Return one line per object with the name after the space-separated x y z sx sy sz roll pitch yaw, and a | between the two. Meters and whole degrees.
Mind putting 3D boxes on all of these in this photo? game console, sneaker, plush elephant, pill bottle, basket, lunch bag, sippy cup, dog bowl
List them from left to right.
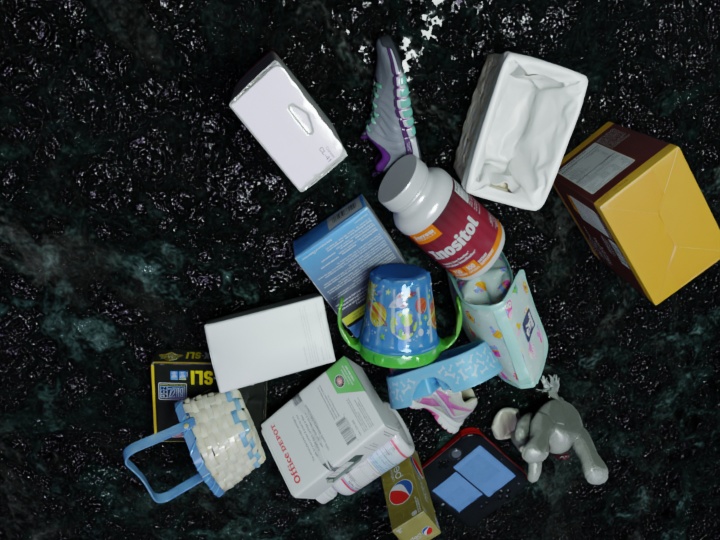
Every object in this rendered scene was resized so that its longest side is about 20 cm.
-0.264 0.294 1.013 0.197 0.140 0.179 -26 143 -18 | basket
-0.006 0.339 1.148 0.198 0.109 0.110 -34 113 8 | pill bottle
0.033 -0.239 0.933 0.085 0.075 0.204 -13 115 4 | sneaker
0.061 0.064 0.973 0.174 0.139 0.134 -12 109 -31 | sippy cup
0.132 0.204 1.112 0.198 0.082 0.088 36 109 -28 | sneaker
0.124 0.162 0.982 0.197 0.111 0.051 -25 87 30 | dog bowl
0.123 -0.082 0.960 0.198 0.114 0.113 36 104 -28 | pill bottle
0.222 0.420 1.257 0.177 0.031 0.199 -44 111 11 | game console
0.227 0.076 1.021 0.119 0.201 0.173 -24 113 3 | lunch bag
0.229 -0.214 0.941 0.132 0.124 0.205 11 110 -12 | basket
0.338 0.318 1.171 0.160 0.203 0.157 14 134 -12 | plush elephant

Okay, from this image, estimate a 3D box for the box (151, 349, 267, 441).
-0.262 0.222 1.098 0.194 0.050 0.164 2 111 -9 | box

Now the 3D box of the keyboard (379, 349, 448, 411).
0.112 0.167 1.142 0.126 0.021 0.200 -39 113 15 | keyboard

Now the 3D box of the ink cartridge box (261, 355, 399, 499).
-0.055 0.274 1.082 0.199 0.147 0.084 -38 150 6 | ink cartridge box

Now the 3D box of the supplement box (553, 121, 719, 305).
0.423 -0.096 0.975 0.132 0.201 0.198 -36 113 9 | supplement box

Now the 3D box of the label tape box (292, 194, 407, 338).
0.000 0.000 1.032 0.142 0.066 0.201 -33 119 6 | label tape box

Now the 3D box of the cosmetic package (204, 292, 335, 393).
-0.148 0.115 1.023 0.195 0.081 0.116 -12 94 -8 | cosmetic package

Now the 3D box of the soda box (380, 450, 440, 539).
0.083 0.397 1.134 0.067 0.201 0.064 -34 114 8 | soda box

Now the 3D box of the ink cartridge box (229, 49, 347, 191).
-0.101 -0.211 0.854 0.085 0.201 0.148 -37 112 9 | ink cartridge box
